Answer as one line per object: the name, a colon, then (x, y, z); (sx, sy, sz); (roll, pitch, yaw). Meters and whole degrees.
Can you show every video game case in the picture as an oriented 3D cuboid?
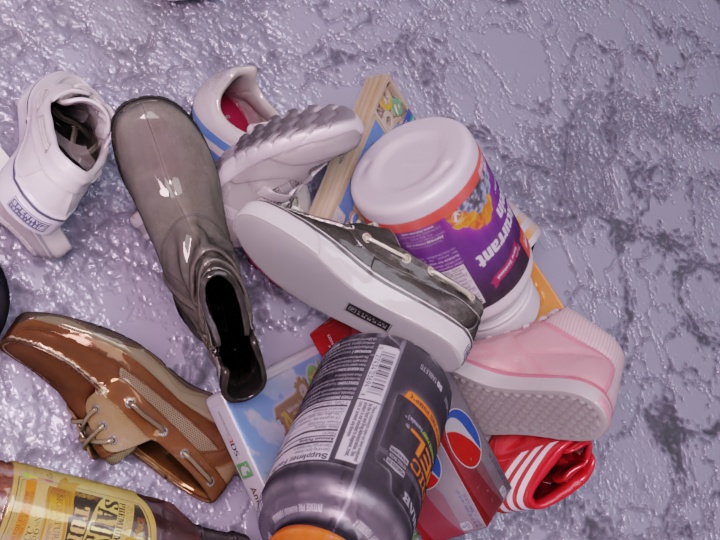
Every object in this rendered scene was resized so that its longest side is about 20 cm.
video game case: (-0.018, 0.150, 0.838); (0.200, 0.022, 0.183); (-23, 87, -59)

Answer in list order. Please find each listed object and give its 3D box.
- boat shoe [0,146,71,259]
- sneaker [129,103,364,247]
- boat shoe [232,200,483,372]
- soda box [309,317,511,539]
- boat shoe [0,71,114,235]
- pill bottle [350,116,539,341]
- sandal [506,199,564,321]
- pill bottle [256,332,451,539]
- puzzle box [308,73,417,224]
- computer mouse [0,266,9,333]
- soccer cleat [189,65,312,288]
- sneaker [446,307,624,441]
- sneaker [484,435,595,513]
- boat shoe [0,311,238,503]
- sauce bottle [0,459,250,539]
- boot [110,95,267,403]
boat shoe: (-0.290, -0.076, 0.761); (0.068, 0.072, 0.200); (-42, 111, -10)
sneaker: (-0.078, -0.062, 0.840); (0.082, 0.199, 0.075); (57, 21, -19)
boat shoe: (0.000, 0.000, 0.800); (0.200, 0.071, 0.064); (33, 58, -8)
soda box: (0.042, 0.116, 0.873); (0.201, 0.063, 0.070); (61, 32, -3)
boat shoe: (-0.205, -0.099, 0.774); (0.074, 0.065, 0.200); (40, 21, -31)
pill bottle: (0.082, -0.025, 0.929); (0.200, 0.111, 0.112); (55, 46, -39)
sandal: (0.156, -0.015, 1.041); (0.207, 0.059, 0.079); (49, 45, -13)
pill bottle: (-0.007, 0.142, 0.739); (0.106, 0.106, 0.200); (42, 37, -14)
puzzle box: (0.016, -0.057, 0.955); (0.133, 0.025, 0.201); (53, 46, -41)
computer mouse: (-0.313, -0.020, 0.702); (0.138, 0.053, 0.200); (-41, 104, -10)
soccer cleat: (-0.077, -0.075, 0.892); (0.070, 0.086, 0.201); (-27, 89, -39)
sneaker: (0.130, 0.082, 0.922); (0.105, 0.199, 0.076); (-54, 137, -41)
sneaker: (0.173, 0.135, 0.955); (0.078, 0.115, 0.200); (49, 55, -31)
boat shoe: (-0.166, 0.101, 0.768); (0.200, 0.076, 0.074); (33, 60, -20)
sauce bottle: (-0.169, 0.179, 0.739); (0.199, 0.066, 0.066); (19, 62, -27)
boot: (-0.109, -0.017, 0.745); (0.067, 0.131, 0.201); (-22, 117, -12)
